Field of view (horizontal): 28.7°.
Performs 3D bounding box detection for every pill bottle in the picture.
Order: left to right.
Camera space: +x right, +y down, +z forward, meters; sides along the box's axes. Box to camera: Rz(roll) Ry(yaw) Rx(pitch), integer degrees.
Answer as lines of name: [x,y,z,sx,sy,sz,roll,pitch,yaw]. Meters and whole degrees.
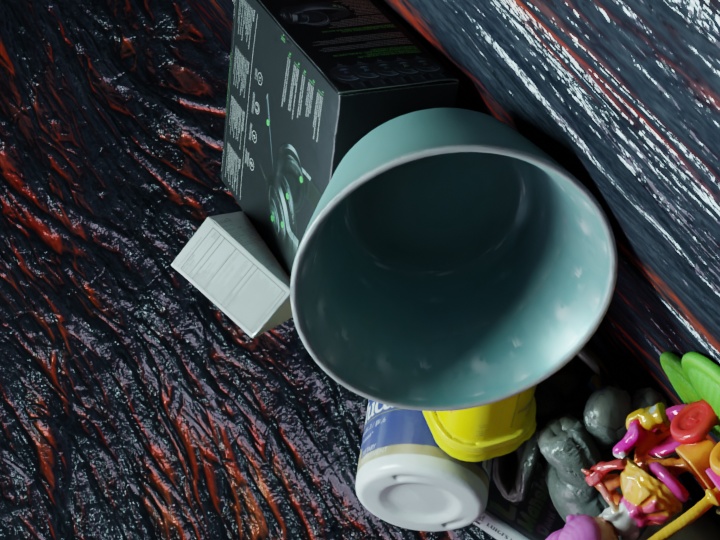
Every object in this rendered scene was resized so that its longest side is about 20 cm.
pill bottle: [0.062,0.109,1.204,0.111,0.110,0.202,52,-143,-42]

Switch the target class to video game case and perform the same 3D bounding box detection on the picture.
video game case: [0.165,0.194,1.301,0.181,0.023,0.200,33,-149,6]

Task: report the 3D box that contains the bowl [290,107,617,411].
bowl: [0.052,-0.021,0.880,0.201,0.199,0.106,52,-162,-35]

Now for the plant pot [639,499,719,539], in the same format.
plant pot: [0.277,0.287,1.375,0.200,0.198,0.136,-133,23,-71]

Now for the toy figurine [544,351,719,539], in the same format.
toy figurine: [0.178,0.159,0.900,0.151,0.184,0.200,52,179,-22]

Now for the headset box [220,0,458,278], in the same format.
headset box: [-0.019,-0.094,1.002,0.200,0.092,0.176,-128,37,-47]

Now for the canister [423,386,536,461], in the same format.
canister: [0.087,0.031,1.067,0.201,0.086,0.149,94,158,-54]

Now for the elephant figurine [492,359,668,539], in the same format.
elephant figurine: [0.176,0.140,1.197,0.141,0.156,0.200,41,170,-25]

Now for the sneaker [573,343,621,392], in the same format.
sneaker: [0.217,0.135,1.292,0.200,0.075,0.090,51,-175,11]

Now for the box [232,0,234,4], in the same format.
box: [-0.085,-0.235,1.423,0.200,0.049,0.159,-168,54,-88]

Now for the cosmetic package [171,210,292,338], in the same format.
cosmetic package: [-0.074,-0.003,1.088,0.082,0.051,0.200,43,-169,5]
